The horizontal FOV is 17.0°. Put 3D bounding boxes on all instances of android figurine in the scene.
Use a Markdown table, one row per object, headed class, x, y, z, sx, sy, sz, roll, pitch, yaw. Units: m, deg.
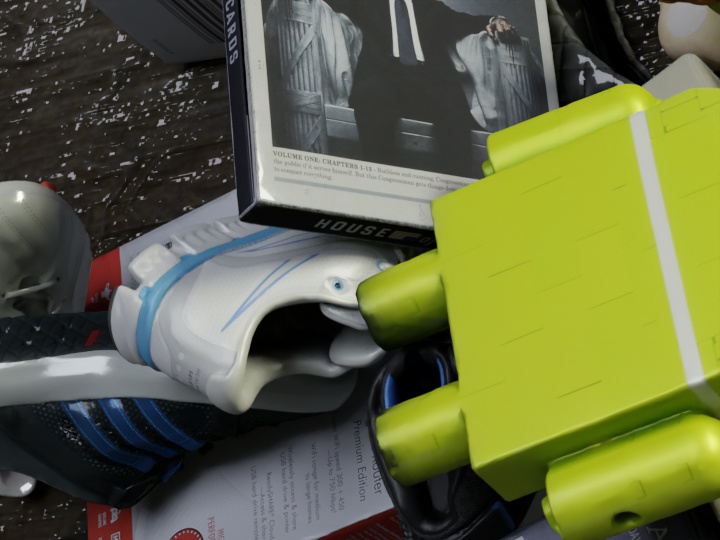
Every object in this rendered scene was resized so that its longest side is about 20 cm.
| class | x | y | z | sx | sy | sz | roll | pitch | yaw |
| --- | --- | --- | --- | --- | --- | --- | --- | --- | --- |
| android figurine | 0.095 | 0.008 | 0.883 | 0.199 | 0.041 | 0.183 | -23 | 52 | 18 |

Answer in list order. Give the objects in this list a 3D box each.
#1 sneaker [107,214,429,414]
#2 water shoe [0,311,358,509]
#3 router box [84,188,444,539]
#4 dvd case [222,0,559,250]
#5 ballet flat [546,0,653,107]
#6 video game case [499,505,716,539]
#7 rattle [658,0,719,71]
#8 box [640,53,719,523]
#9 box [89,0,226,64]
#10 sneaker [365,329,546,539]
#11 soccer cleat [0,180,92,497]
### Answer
| class | x | y | z | sx | sy | sz | roll | pitch | yaw |
| --- | --- | --- | --- | --- | --- | --- | --- | --- | --- |
| sneaker | 0.000 | 0.000 | 0.991 | 0.199 | 0.075 | 0.087 | -34 | 47 | -23 |
| water shoe | -0.093 | 0.062 | 1.057 | 0.198 | 0.080 | 0.072 | 0 | 25 | 17 |
| router box | -0.043 | 0.055 | 1.095 | 0.179 | 0.049 | 0.201 | -26 | 51 | 25 |
| dvd case | 0.012 | -0.105 | 0.995 | 0.025 | 0.149 | 0.202 | -39 | 50 | 53 |
| ballet flat | 0.096 | -0.135 | 1.083 | 0.057 | 0.066 | 0.201 | -41 | 51 | 38 |
| video game case | 0.059 | 0.176 | 0.903 | 0.199 | 0.019 | 0.144 | -30 | 61 | 18 |
| rattle | 0.167 | -0.192 | 1.018 | 0.130 | 0.142 | 0.201 | 5 | 73 | 60 |
| box | 0.154 | 0.022 | 0.929 | 0.078 | 0.095 | 0.201 | -36 | 46 | 16 |
| box | -0.057 | -0.227 | 1.168 | 0.198 | 0.200 | 0.172 | -3 | 62 | 37 |
| sneaker | 0.054 | 0.031 | 0.989 | 0.073 | 0.112 | 0.201 | -16 | 56 | 29 |
| soccer cleat | -0.158 | 0.032 | 1.126 | 0.069 | 0.201 | 0.078 | -5 | 57 | -11 |
